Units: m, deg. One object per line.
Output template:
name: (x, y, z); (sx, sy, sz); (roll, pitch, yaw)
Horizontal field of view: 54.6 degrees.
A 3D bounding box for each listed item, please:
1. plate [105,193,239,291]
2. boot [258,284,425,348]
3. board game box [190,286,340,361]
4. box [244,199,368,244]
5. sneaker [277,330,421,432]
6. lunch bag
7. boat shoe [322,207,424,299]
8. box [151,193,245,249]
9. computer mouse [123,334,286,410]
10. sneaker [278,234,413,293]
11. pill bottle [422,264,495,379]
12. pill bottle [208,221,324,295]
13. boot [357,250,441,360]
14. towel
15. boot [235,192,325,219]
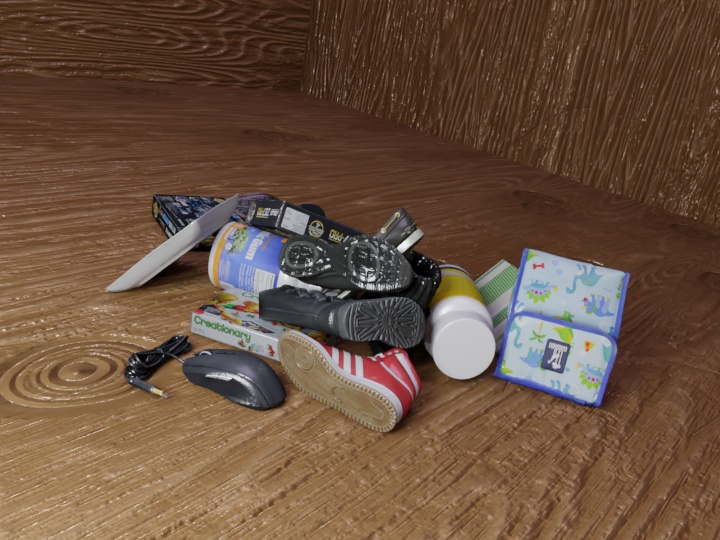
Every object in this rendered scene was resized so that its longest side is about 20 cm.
plate: (-0.292, -0.040, 1.128); (0.033, 0.197, 0.200); (54, 19, -10)
boot: (-0.029, 0.062, 0.979); (0.162, 0.068, 0.197); (13, -7, -42)
board game box: (-0.135, 0.083, 1.034); (0.195, 0.036, 0.126); (16, 20, 11)
box: (-0.077, -0.064, 1.161); (0.196, 0.050, 0.160); (20, -1, -29)
sneaker: (-0.011, 0.130, 0.930); (0.197, 0.073, 0.112); (30, 29, 22)
lunch bag: (0.305, 0.088, 1.070); (0.165, 0.205, 0.128); (15, -14, 14)
boat shoe: (0.005, -0.013, 1.068); (0.061, 0.200, 0.072); (51, 1, 5)
box: (-0.317, -0.098, 1.395); (0.155, 0.047, 0.199); (-1, 24, -32)
computer mouse: (-0.195, 0.125, 0.871); (0.196, 0.047, 0.140); (20, 20, 21)
sneaker: (-0.015, -0.005, 0.985); (0.195, 0.078, 0.091); (11, -14, 22)
pill bottle: (0.146, 0.078, 1.094); (0.111, 0.117, 0.201); (10, 20, -5)
pill bottle: (-0.139, 0.000, 1.141); (0.195, 0.115, 0.112); (16, 20, 15)
boot: (0.057, 0.038, 1.080); (0.077, 0.162, 0.212); (8, 20, -20)
towel: (0.255, 0.066, 1.215); (0.151, 0.024, 0.200); (-35, 36, -9)
boot: (-0.177, -0.102, 1.427); (0.195, 0.077, 0.097); (9, -20, -25)
